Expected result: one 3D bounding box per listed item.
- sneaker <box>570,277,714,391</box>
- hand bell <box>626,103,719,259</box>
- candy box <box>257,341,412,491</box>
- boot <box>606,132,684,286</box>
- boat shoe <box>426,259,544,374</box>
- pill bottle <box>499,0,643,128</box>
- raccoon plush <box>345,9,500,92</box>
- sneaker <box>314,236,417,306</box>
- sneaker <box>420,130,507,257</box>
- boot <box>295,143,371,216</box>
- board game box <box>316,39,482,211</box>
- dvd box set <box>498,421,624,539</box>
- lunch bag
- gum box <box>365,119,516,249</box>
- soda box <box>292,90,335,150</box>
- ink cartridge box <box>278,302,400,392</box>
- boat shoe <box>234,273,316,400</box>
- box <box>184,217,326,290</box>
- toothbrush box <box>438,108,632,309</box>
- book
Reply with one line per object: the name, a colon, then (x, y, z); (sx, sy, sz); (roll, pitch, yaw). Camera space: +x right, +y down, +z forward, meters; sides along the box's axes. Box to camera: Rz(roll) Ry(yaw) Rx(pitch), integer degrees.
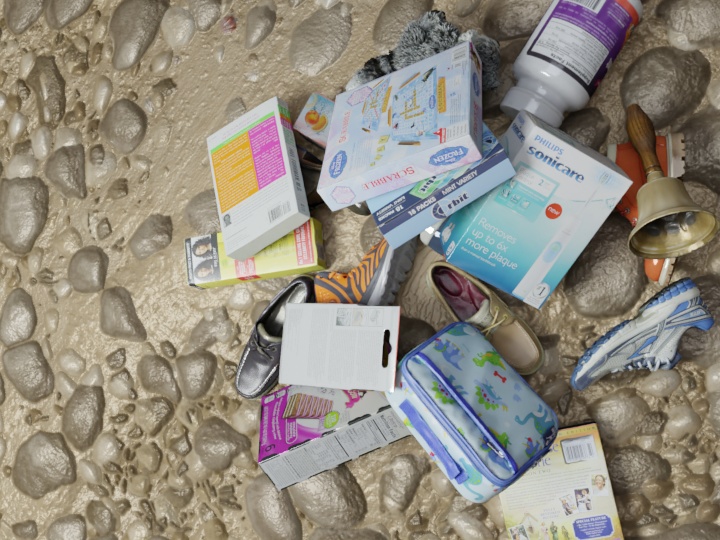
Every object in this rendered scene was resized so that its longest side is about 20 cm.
sneaker: (0.358, 0.098, 1.048); (0.200, 0.077, 0.085); (-39, 81, 8)
hand bell: (0.358, -0.125, 1.013); (0.104, 0.104, 0.201); (-11, 58, 13)
candy box: (-0.036, 0.191, 1.103); (0.200, 0.137, 0.061); (-25, 119, 10)
boot: (0.362, -0.077, 1.070); (0.107, 0.075, 0.201); (0, 75, 17)
boat shoe: (0.160, 0.062, 1.104); (0.200, 0.066, 0.074); (42, 95, 15)
pill bottle: (0.271, -0.280, 1.091); (0.111, 0.111, 0.200); (33, 93, 15)
raccoon plush: (0.096, -0.256, 1.114); (0.200, 0.097, 0.134); (-42, 46, 2)
sneaker: (0.000, 0.000, 1.148); (0.112, 0.078, 0.200); (17, 76, 28)
sneaker: (0.171, -0.097, 1.121); (0.084, 0.075, 0.200); (39, 100, 9)
boot: (-0.063, -0.101, 1.164); (0.200, 0.075, 0.097); (37, 95, 37)
board game box: (0.052, -0.180, 1.024); (0.199, 0.041, 0.200); (-17, 41, 24)
dvd box set: (0.256, 0.307, 1.071); (0.146, 0.029, 0.201); (-14, 81, 13)
lunch bag: (0.135, 0.171, 1.019); (0.200, 0.161, 0.083); (51, 137, 15)
gum box: (0.078, -0.136, 1.028); (0.170, 0.045, 0.200); (-31, 36, 7)
soda box: (0.008, -0.174, 1.168); (0.200, 0.068, 0.064); (32, 91, 15)
ink cartridge box: (-0.017, 0.098, 1.062); (0.200, 0.050, 0.109); (-1, 81, 41)
boat shoe: (-0.124, 0.092, 1.174); (0.072, 0.065, 0.200); (34, 93, 15)
box: (-0.153, -0.023, 1.201); (0.199, 0.050, 0.076); (-8, 81, 12)
toothbrush box: (0.214, -0.076, 1.038); (0.146, 0.085, 0.200); (27, 111, -15)
book: (-0.144, -0.130, 1.160); (0.133, 0.048, 0.201); (-29, 57, 28)
